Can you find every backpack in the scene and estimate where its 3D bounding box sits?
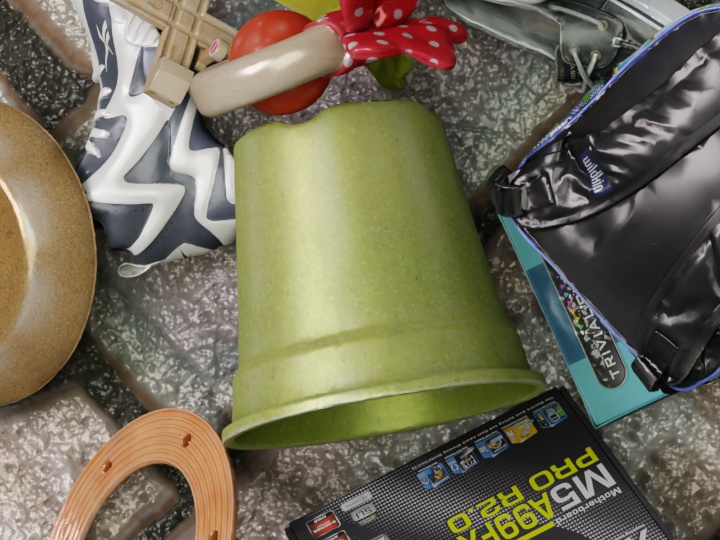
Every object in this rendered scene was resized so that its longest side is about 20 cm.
[{"bbox_3d":[0.212,-0.055,1.578,0.183,0.147,0.200,50,116,13],"label":"backpack"}]

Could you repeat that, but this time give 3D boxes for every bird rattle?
[{"bbox_3d":[-0.022,-0.127,1.634,0.163,0.200,0.113,-25,106,-3],"label":"bird rattle"}]

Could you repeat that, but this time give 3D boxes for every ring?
[{"bbox_3d":[-0.138,0.184,1.710,0.200,0.019,0.201,-29,48,39],"label":"ring"}]

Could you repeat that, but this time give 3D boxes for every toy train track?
[{"bbox_3d":[-0.094,-0.197,1.728,0.114,0.032,0.201,27,62,-25],"label":"toy train track"}]

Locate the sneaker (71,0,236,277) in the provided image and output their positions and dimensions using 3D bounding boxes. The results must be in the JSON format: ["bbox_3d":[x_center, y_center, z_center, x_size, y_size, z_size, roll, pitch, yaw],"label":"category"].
[{"bbox_3d":[-0.163,-0.085,1.753,0.129,0.079,0.200,-31,94,-2],"label":"sneaker"}]

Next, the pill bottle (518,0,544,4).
[{"bbox_3d":[0.158,-0.256,1.668,0.200,0.113,0.113,-31,83,-15],"label":"pill bottle"}]

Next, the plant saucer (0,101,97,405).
[{"bbox_3d":[-0.257,-0.010,1.749,0.200,0.035,0.201,3,96,32],"label":"plant saucer"}]

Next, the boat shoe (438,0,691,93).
[{"bbox_3d":[0.140,-0.144,1.707,0.200,0.072,0.071,27,66,19],"label":"boat shoe"}]

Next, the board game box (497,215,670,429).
[{"bbox_3d":[0.205,-0.012,1.689,0.200,0.047,0.151,-26,83,20],"label":"board game box"}]

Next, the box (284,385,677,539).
[{"bbox_3d":[0.074,0.172,1.656,0.199,0.044,0.160,-26,41,-6],"label":"box"}]

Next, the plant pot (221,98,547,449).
[{"bbox_3d":[0.000,0.000,1.673,0.200,0.200,0.185,-11,81,8],"label":"plant pot"}]
